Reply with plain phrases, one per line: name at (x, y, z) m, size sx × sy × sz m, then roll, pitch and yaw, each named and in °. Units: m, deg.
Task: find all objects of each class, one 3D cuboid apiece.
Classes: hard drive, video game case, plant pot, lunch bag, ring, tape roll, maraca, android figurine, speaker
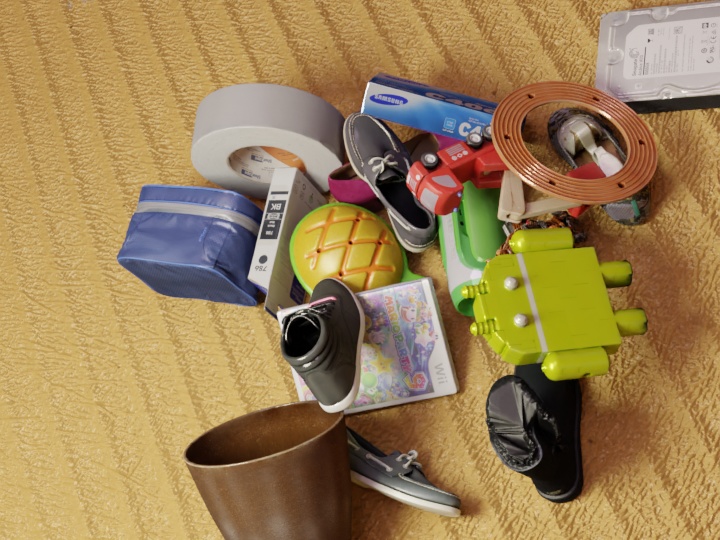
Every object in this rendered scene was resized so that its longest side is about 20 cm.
hard drive at (0.393, -0.265, 1.689) m, size 0.200 × 0.038 × 0.140 m, roll -2°, pitch 65°, yaw 25°
video game case at (0.008, 0.097, 1.654) m, size 0.200 × 0.018 × 0.143 m, roll -13°, pitch 95°, yaw 19°
plant pot at (-0.083, 0.275, 1.547) m, size 0.187 × 0.187 × 0.200 m, roll -12°, pitch 102°, yaw 19°
lunch bag at (-0.216, -0.042, 1.802) m, size 0.200 × 0.136 × 0.133 m, roll 7°, pitch 69°, yaw 29°
ring at (0.250, -0.149, 1.603) m, size 0.200 × 0.019 × 0.201 m, roll 6°, pitch 50°, yaw -7°
tape roll at (-0.119, -0.165, 1.778) m, size 0.200 × 0.200 × 0.066 m, roll -5°, pitch 64°, yaw 23°
maraca at (0.000, 0.000, 1.703) m, size 0.137 × 0.107 × 0.200 m, roll -41°, pitch 76°, yaw -14°
android figurine at (0.209, 0.036, 1.487) m, size 0.200 × 0.041 × 0.182 m, roll -3°, pitch 62°, yaw -13°
speaker at (0.141, -0.047, 1.669) m, size 0.088 × 0.088 × 0.200 m, roll -15°, pitch 60°, yaw 18°

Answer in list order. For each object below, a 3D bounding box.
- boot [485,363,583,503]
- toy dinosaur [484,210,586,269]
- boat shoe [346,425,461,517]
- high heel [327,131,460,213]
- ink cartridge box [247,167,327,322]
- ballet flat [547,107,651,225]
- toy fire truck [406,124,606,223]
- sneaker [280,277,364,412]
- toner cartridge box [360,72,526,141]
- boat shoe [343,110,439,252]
boot at (0.191, 0.145, 1.502) m, size 0.076 × 0.168 × 0.200 m, roll -14°, pitch 60°, yaw 19°
toy dinosaur at (0.203, -0.003, 1.589) m, size 0.200 × 0.102 × 0.136 m, roll -35°, pitch 73°, yaw -23°
boat shoe at (0.037, 0.232, 1.589) m, size 0.200 × 0.073 × 0.062 m, roll 17°, pitch 77°, yaw 36°
high heel at (0.054, -0.145, 1.750) m, size 0.200 × 0.096 × 0.067 m, roll -39°, pitch 56°, yaw 3°
ink cartridge box at (-0.096, -0.023, 1.759) m, size 0.039 × 0.099 × 0.200 m, roll 0°, pitch 65°, yaw 25°
ballet flat at (0.288, -0.143, 1.659) m, size 0.072 × 0.072 × 0.200 m, roll -35°, pitch 56°, yaw 6°
toy fire truck at (0.170, -0.102, 1.598) m, size 0.200 × 0.049 × 0.141 m, roll -26°, pitch 61°, yaw -24°
sneaker at (-0.046, 0.058, 1.565) m, size 0.071 × 0.099 × 0.200 m, roll -22°, pitch 40°, yaw 16°
toner cartridge box at (0.107, -0.198, 1.709) m, size 0.200 × 0.095 × 0.043 m, roll 15°, pitch 107°, yaw 5°
boat shoe at (0.041, -0.120, 1.696) m, size 0.073 × 0.063 × 0.200 m, roll -25°, pitch 77°, yaw -10°
